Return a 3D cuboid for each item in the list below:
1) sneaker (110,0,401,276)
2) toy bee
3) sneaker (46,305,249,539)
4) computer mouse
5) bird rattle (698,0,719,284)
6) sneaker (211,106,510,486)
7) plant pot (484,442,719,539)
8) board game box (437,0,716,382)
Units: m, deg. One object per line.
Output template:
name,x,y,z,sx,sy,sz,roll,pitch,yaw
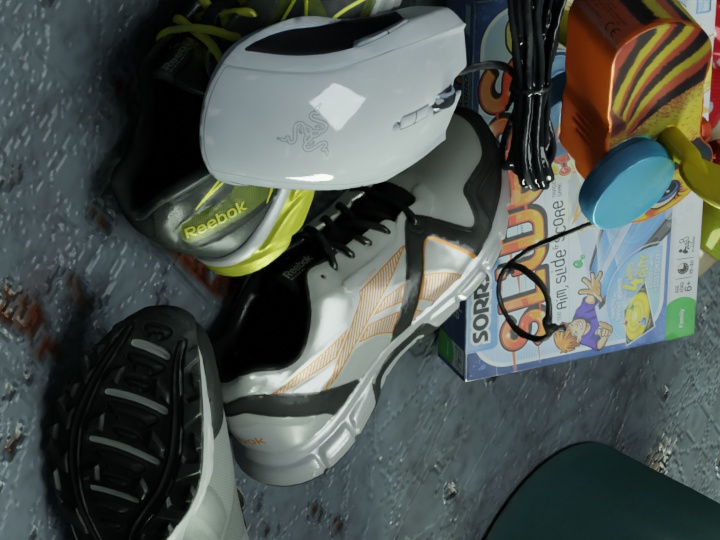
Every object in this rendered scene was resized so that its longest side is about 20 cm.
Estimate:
sneaker,-0.041,-0.096,1.042,0.084,0.074,0.201,10,97,-55
toy bee,0.126,-0.067,1.177,0.108,0.131,0.200,-22,168,-26
sneaker,-0.084,0.099,1.088,0.079,0.074,0.201,-42,143,-49
computer mouse,0.019,-0.069,1.043,0.199,0.044,0.110,-17,126,-41
bird rattle,0.167,-0.059,1.337,0.163,0.113,0.201,-31,128,-22
sneaker,0.000,0.000,1.147,0.201,0.073,0.080,-57,141,-21
plant pot,0.168,0.215,1.405,0.200,0.160,0.202,-27,126,-45
board game box,0.106,-0.052,1.254,0.135,0.034,0.201,-11,117,-21
